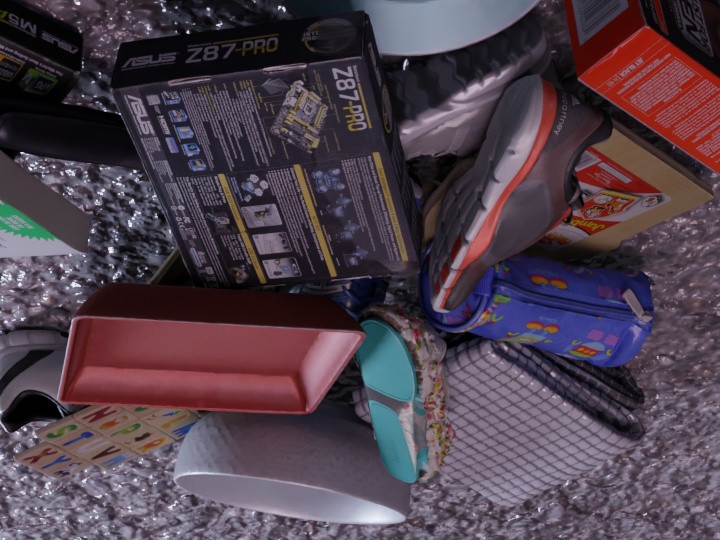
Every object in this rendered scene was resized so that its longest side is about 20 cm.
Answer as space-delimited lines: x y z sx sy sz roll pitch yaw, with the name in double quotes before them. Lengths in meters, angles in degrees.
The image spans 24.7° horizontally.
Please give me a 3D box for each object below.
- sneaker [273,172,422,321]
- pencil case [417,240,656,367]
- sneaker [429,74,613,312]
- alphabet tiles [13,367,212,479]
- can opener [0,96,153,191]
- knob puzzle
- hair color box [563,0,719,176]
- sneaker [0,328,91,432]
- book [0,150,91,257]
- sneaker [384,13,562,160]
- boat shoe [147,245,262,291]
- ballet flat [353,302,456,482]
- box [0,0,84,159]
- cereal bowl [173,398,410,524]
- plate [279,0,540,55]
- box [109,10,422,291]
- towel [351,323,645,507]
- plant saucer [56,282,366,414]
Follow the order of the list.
"sneaker" 0.000 0.000 1.220 0.075 0.077 0.200 -2 147 -25
"pencil case" 0.138 0.022 1.236 0.199 0.079 0.087 13 169 -38
"sneaker" 0.106 -0.037 1.099 0.081 0.077 0.200 14 135 -15
"alphabet tiles" -0.176 0.122 1.347 0.199 0.006 0.166 -24 160 3
"can opener" -0.171 -0.092 1.095 0.199 0.063 0.079 2 103 -43
"knob puzzle" 0.130 -0.054 1.203 0.218 0.031 0.220 -7 155 -3
"hair color box" 0.223 -0.129 1.077 0.199 0.102 0.061 28 131 -33
"sneaker" -0.203 0.090 1.325 0.199 0.080 0.074 -8 137 3
"book" -0.298 -0.043 1.096 0.199 0.048 0.134 -3 159 23
"sneaker" 0.048 -0.096 1.123 0.199 0.075 0.082 -21 136 20
"boat shoe" -0.106 -0.011 1.215 0.062 0.074 0.200 12 138 -22
"ballet flat" 0.036 0.079 1.230 0.075 0.064 0.201 29 147 27
"box" -0.315 -0.125 1.088 0.199 0.048 0.193 25 130 -30
"cereal bowl" -0.053 0.154 1.382 0.199 0.084 0.200 8 163 3
"plate" 0.033 -0.215 1.022 0.199 0.026 0.201 -2 139 -1
"box" -0.054 -0.069 1.061 0.160 0.049 0.201 -5 139 12
"towel" 0.112 0.103 1.356 0.200 0.086 0.165 33 136 -29
"plant saucer" -0.112 0.056 1.184 0.198 0.037 0.200 4 159 -12
